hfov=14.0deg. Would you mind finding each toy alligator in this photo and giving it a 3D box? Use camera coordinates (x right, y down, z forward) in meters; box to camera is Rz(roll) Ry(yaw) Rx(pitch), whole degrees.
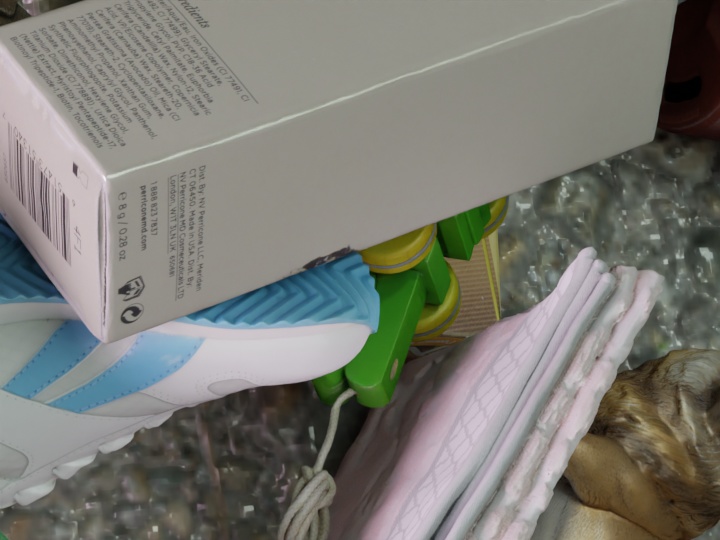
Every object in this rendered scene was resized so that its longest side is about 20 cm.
[{"bbox_3d":[0.000,0.000,0.950,0.054,0.059,0.200,18,66,21],"label":"toy alligator"}]

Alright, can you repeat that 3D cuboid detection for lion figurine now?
[{"bbox_3d":[0.074,0.109,1.026,0.122,0.072,0.200,32,78,-27],"label":"lion figurine"}]

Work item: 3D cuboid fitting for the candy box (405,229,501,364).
[{"bbox_3d":[-0.015,-0.071,1.018,0.115,0.055,0.201,5,75,-27],"label":"candy box"}]

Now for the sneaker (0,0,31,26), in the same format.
[{"bbox_3d":[-0.140,-0.061,0.908,0.200,0.070,0.076,33,34,-58],"label":"sneaker"}]

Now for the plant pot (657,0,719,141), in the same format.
[{"bbox_3d":[0.207,-0.118,1.086,0.195,0.201,0.201,4,76,-20],"label":"plant pot"}]

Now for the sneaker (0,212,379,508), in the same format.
[{"bbox_3d":[-0.093,0.025,0.904,0.199,0.081,0.077,-5,37,-1],"label":"sneaker"}]

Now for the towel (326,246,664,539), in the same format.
[{"bbox_3d":[0.004,0.095,0.908,0.032,0.191,0.200,35,65,-7],"label":"towel"}]

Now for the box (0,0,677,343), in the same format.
[{"bbox_3d":[-0.008,-0.055,0.883,0.200,0.069,0.082,-19,47,-24],"label":"box"}]

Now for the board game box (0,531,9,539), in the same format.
[{"bbox_3d":[-0.154,0.079,0.857,0.200,0.134,0.029,47,61,-12],"label":"board game box"}]

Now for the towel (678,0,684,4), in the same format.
[{"bbox_3d":[0.081,-0.172,1.016,0.048,0.200,0.172,-18,88,-20],"label":"towel"}]
